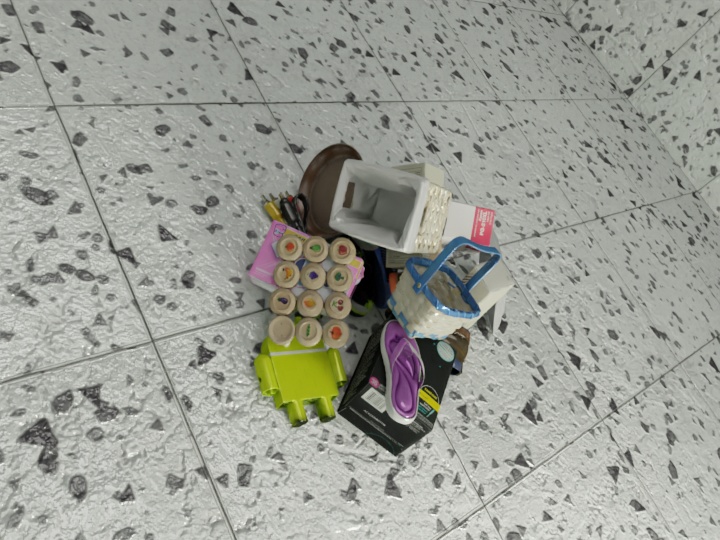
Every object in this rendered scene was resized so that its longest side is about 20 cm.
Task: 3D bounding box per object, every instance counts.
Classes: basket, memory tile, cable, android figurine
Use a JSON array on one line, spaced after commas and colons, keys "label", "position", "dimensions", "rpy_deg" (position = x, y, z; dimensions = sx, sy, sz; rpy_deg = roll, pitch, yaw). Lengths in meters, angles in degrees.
[{"label": "basket", "position": [0.153, 0.026, 1.198], "dimensions": [0.175, 0.200, 0.141], "rpy_deg": [14, 38, -52]}, {"label": "memory tile", "position": [-0.088, 0.035, 1.192], "dimensions": [0.149, 0.017, 0.206], "rpy_deg": [4, 75, -1]}, {"label": "cable", "position": [-0.132, -0.082, 1.385], "dimensions": [0.096, 0.050, 0.204], "rpy_deg": [-17, 79, -39]}, {"label": "basket", "position": [0.058, -0.115, 1.236], "dimensions": [0.197, 0.139, 0.122], "rpy_deg": [21, 8, 40]}, {"label": "android figurine", "position": [-0.109, 0.177, 1.196], "dimensions": [0.178, 0.041, 0.204], "rpy_deg": [2, 59, -36]}]

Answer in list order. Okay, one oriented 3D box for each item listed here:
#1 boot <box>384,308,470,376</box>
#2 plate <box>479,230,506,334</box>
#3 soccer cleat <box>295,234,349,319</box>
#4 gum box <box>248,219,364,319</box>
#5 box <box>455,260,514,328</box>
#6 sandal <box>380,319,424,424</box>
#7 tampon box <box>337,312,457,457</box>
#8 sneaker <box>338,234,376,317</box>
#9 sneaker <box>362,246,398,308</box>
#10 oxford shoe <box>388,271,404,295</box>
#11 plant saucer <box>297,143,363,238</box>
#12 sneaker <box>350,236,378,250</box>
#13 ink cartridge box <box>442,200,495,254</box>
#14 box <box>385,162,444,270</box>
[{"label": "boot", "position": [0.138, 0.145, 1.378], "dimensions": [0.195, 0.075, 0.099], "rpy_deg": [19, 54, -9]}, {"label": "plate", "position": [0.308, 0.010, 1.538], "dimensions": [0.031, 0.202, 0.204], "rpy_deg": [-7, 53, 3]}, {"label": "soccer cleat", "position": [-0.076, 0.001, 1.315], "dimensions": [0.080, 0.068, 0.203], "rpy_deg": [28, 60, -8]}, {"label": "gum box", "position": [-0.096, 0.004, 1.243], "dimensions": [0.196, 0.066, 0.116], "rpy_deg": [24, 75, 4]}, {"label": "box", "position": [0.239, 0.061, 1.424], "dimensions": [0.081, 0.201, 0.069], "rpy_deg": [-16, 66, -34]}, {"label": "sandal", "position": [0.081, 0.168, 1.150], "dimensions": [0.081, 0.050, 0.206], "rpy_deg": [20, 45, -24]}, {"label": "tampon box", "position": [0.072, 0.206, 1.245], "dimensions": [0.149, 0.126, 0.202], "rpy_deg": [36, 43, -8]}, {"label": "sneaker", "position": [0.000, 0.000, 1.381], "dimensions": [0.070, 0.083, 0.204], "rpy_deg": [8, 53, -32]}, {"label": "sneaker", "position": [0.058, -0.006, 1.439], "dimensions": [0.076, 0.071, 0.204], "rpy_deg": [6, 53, -24]}, {"label": "oxford shoe", "position": [0.115, 0.039, 1.391], "dimensions": [0.200, 0.071, 0.073], "rpy_deg": [17, 62, -74]}, {"label": "plant saucer", "position": [-0.055, -0.164, 1.390], "dimensions": [0.032, 0.199, 0.204], "rpy_deg": [15, 48, -47]}, {"label": "sneaker", "position": [-0.014, -0.147, 1.428], "dimensions": [0.073, 0.120, 0.200], "rpy_deg": [-14, 43, -39]}, {"label": "ink cartridge box", "position": [0.180, -0.102, 1.457], "dimensions": [0.194, 0.145, 0.087], "rpy_deg": [12, 85, -2]}, {"label": "box", "position": [0.109, -0.105, 1.323], "dimensions": [0.077, 0.093, 0.206], "rpy_deg": [9, 84, -50]}]
